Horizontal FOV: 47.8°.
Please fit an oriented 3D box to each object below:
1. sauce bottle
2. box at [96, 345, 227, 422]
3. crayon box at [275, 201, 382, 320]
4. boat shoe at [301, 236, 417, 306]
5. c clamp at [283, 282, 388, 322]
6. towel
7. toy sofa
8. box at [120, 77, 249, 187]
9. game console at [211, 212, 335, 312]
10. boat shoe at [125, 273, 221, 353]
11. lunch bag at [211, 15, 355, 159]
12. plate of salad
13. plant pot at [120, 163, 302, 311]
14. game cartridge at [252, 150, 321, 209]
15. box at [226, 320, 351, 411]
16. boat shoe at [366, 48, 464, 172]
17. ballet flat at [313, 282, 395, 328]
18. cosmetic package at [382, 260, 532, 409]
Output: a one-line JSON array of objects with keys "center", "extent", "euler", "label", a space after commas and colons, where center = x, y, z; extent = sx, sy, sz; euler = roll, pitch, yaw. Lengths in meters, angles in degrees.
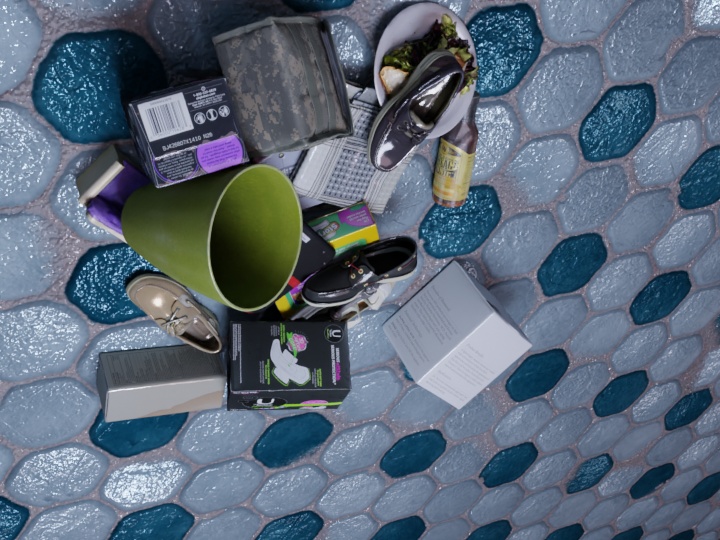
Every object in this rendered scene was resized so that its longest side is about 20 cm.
[{"center": [0.161, -0.204, 1.357], "extent": [0.066, 0.066, 0.200], "euler": [-10, 126, -22], "label": "sauce bottle"}, {"center": [-0.339, 0.188, 1.384], "extent": [0.200, 0.095, 0.078], "euler": [-2, 128, -26], "label": "box"}, {"center": [-0.063, -0.013, 1.356], "extent": [0.200, 0.058, 0.173], "euler": [-21, 146, -3], "label": "crayon box"}, {"center": [-0.001, -0.002, 1.291], "extent": [0.201, 0.074, 0.063], "euler": [-19, 147, -17], "label": "boat shoe"}, {"center": [-0.036, 0.061, 1.380], "extent": [0.171, 0.027, 0.200], "euler": [-12, 167, -37], "label": "c clamp"}, {"center": [0.005, -0.183, 1.257], "extent": [0.192, 0.035, 0.200], "euler": [12, 119, -36], "label": "towel"}, {"center": [-0.304, -0.082, 1.172], "extent": [0.083, 0.098, 0.200], "euler": [-42, 134, 9], "label": "toy sofa"}, {"center": [-0.230, -0.182, 1.042], "extent": [0.122, 0.200, 0.106], "euler": [-19, 107, -15], "label": "box"}, {"center": [-0.153, -0.022, 1.225], "extent": [0.177, 0.031, 0.200], "euler": [-37, 141, 9], "label": "game console"}, {"center": [-0.298, 0.074, 1.328], "extent": [0.072, 0.065, 0.200], "euler": [-39, 135, 5], "label": "boat shoe"}, {"center": [-0.080, -0.244, 1.076], "extent": [0.200, 0.117, 0.164], "euler": [-31, 110, -60], "label": "lunch bag"}, {"center": [0.107, -0.297, 1.216], "extent": [0.200, 0.048, 0.200], "euler": [-8, 105, -34], "label": "plate of salad"}, {"center": [-0.211, -0.055, 1.071], "extent": [0.187, 0.200, 0.187], "euler": [-24, 119, -54], "label": "plant pot"}, {"center": [-0.067, -0.168, 1.278], "extent": [0.200, 0.042, 0.133], "euler": [-20, 130, -13], "label": "game cartridge"}, {"center": [-0.127, 0.166, 1.395], "extent": [0.200, 0.125, 0.149], "euler": [1, 157, -11], "label": "box"}, {"center": [0.078, -0.222, 1.168], "extent": [0.072, 0.065, 0.200], "euler": [25, 113, -31], "label": "boat shoe"}, {"center": [0.000, 0.062, 1.488], "extent": [0.200, 0.062, 0.067], "euler": [-35, 144, 1], "label": "ballet flat"}, {"center": [0.186, 0.126, 1.575], "extent": [0.200, 0.165, 0.165], "euler": [-43, 135, 10], "label": "cosmetic package"}]
